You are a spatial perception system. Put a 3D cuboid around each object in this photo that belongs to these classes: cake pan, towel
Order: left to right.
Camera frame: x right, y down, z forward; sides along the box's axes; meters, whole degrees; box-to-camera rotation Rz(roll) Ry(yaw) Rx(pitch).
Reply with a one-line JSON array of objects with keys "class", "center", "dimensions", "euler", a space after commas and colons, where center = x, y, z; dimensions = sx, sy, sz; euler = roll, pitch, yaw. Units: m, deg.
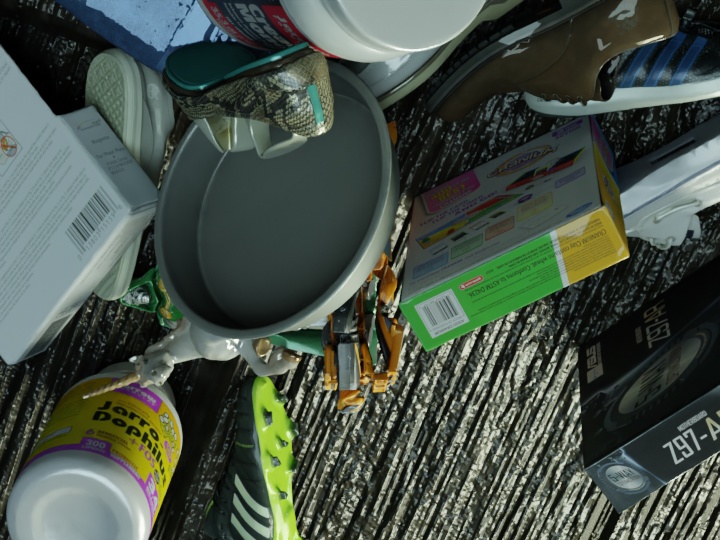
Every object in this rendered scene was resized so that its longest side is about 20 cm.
[{"class": "towel", "center": [-0.117, -0.189, 1.282], "dimensions": [0.199, 0.049, 0.112], "euler": [33, 94, -11]}, {"class": "cake pan", "center": [-0.053, -0.046, 1.216], "dimensions": [0.200, 0.201, 0.037], "euler": [-40, 143, 18]}]

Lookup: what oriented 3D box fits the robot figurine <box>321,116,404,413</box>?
[{"class": "robot figurine", "center": [0.000, 0.000, 1.268], "dimensions": [0.058, 0.145, 0.201], "euler": [-1, 81, 0]}]

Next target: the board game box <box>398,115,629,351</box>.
[{"class": "board game box", "center": [0.106, -0.032, 1.252], "dimensions": [0.152, 0.200, 0.040], "euler": [-26, 108, 15]}]

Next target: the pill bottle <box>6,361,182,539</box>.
[{"class": "pill bottle", "center": [-0.192, 0.143, 1.350], "dimensions": [0.104, 0.200, 0.105], "euler": [2, 112, 4]}]

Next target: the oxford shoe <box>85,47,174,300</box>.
[{"class": "oxford shoe", "center": [-0.173, -0.070, 1.340], "dimensions": [0.075, 0.058, 0.201], "euler": [28, 120, 37]}]

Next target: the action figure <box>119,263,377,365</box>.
[{"class": "action figure", "center": [-0.088, 0.022, 1.374], "dimensions": [0.199, 0.055, 0.119], "euler": [3, 115, 9]}]

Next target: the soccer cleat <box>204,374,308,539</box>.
[{"class": "soccer cleat", "center": [-0.088, 0.177, 1.431], "dimensions": [0.081, 0.068, 0.201], "euler": [2, 113, 18]}]

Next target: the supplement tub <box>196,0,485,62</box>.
[{"class": "supplement tub", "center": [-0.017, -0.207, 1.157], "dimensions": [0.140, 0.200, 0.141], "euler": [-6, 102, -29]}]

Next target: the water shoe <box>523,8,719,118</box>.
[{"class": "water shoe", "center": [0.208, -0.160, 1.261], "dimensions": [0.199, 0.072, 0.079], "euler": [-10, 109, 9]}]

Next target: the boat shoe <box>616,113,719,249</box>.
[{"class": "boat shoe", "center": [0.222, -0.048, 1.309], "dimensions": [0.199, 0.071, 0.070], "euler": [-29, 104, 9]}]

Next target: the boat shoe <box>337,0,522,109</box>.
[{"class": "boat shoe", "center": [0.042, -0.186, 1.261], "dimensions": [0.200, 0.075, 0.068], "euler": [-39, 119, 7]}]

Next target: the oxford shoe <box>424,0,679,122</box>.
[{"class": "oxford shoe", "center": [0.127, -0.139, 1.222], "dimensions": [0.200, 0.073, 0.085], "euler": [-26, 101, 38]}]

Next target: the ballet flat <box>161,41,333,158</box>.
[{"class": "ballet flat", "center": [-0.075, -0.109, 1.179], "dimensions": [0.068, 0.200, 0.076], "euler": [-25, 107, -23]}]

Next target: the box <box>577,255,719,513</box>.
[{"class": "box", "center": [0.233, 0.070, 1.282], "dimensions": [0.160, 0.200, 0.044], "euler": [-35, 105, 18]}]

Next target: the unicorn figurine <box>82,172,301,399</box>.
[{"class": "unicorn figurine", "center": [-0.100, 0.025, 1.303], "dimensions": [0.074, 0.137, 0.201], "euler": [28, 81, -41]}]

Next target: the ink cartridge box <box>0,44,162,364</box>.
[{"class": "ink cartridge box", "center": [-0.255, -0.054, 1.335], "dimensions": [0.174, 0.043, 0.200], "euler": [52, 128, 11]}]
